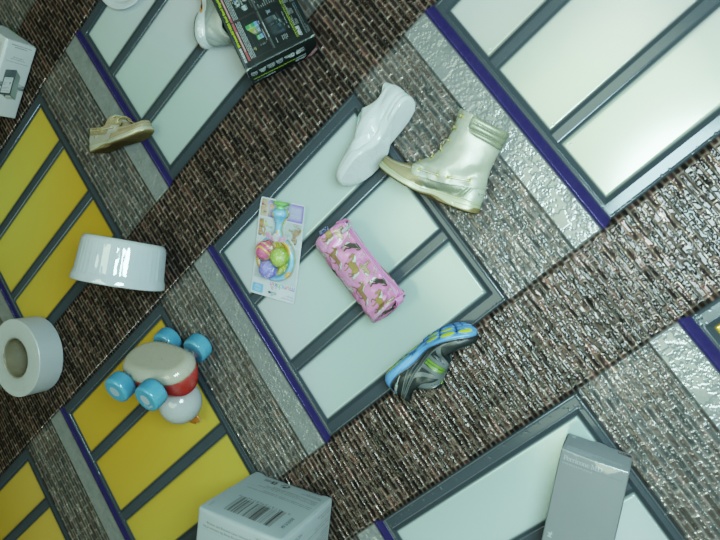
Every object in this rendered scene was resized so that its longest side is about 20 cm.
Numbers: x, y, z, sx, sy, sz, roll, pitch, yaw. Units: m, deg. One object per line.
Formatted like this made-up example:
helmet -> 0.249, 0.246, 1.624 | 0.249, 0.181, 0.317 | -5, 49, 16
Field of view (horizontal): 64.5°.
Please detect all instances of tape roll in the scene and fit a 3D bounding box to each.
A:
tape roll -> -0.881, 0.225, 1.509 | 0.199, 0.070, 0.207 | 2, 94, 26

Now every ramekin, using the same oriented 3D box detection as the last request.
ramekin -> -0.525, -0.019, 1.256 | 0.197, 0.200, 0.100 | 10, 89, 25

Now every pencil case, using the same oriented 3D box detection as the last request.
pencil case -> 0.000, 0.000, 1.060 | 0.082, 0.087, 0.201 | -35, 76, -9

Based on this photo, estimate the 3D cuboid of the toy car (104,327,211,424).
toy car -> -0.419, 0.266, 1.257 | 0.174, 0.185, 0.203 | 6, 124, 25

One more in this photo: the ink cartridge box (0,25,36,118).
ink cartridge box -> -0.956, -0.528, 1.498 | 0.144, 0.084, 0.203 | 34, 106, 21

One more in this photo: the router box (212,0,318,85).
router box -> -0.189, -0.485, 1.106 | 0.148, 0.062, 0.203 | -26, 80, -2

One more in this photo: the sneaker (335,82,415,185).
sneaker -> 0.013, -0.251, 1.054 | 0.201, 0.075, 0.089 | -50, 60, 13

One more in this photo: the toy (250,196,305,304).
toy -> -0.179, -0.041, 1.163 | 0.113, 0.047, 0.205 | 13, 98, 26

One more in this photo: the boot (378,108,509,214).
boot -> 0.140, -0.204, 0.985 | 0.197, 0.072, 0.157 | 25, 104, 17

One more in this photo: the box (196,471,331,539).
box -> -0.186, 0.532, 1.113 | 0.195, 0.199, 0.175 | 8, 94, 24

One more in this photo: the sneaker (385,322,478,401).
sneaker -> 0.133, 0.162, 1.016 | 0.199, 0.071, 0.083 | -41, 90, 23

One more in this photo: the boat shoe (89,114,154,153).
boat shoe -> -0.562, -0.325, 1.321 | 0.196, 0.073, 0.071 | -9, 95, 27

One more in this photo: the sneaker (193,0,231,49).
sneaker -> -0.288, -0.566, 1.183 | 0.090, 0.076, 0.205 | 7, 103, 17

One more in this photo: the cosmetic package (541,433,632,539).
cosmetic package -> 0.354, 0.378, 0.903 | 0.105, 0.090, 0.205 | 11, 101, 28

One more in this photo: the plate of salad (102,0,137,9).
plate of salad -> -0.552, -0.709, 1.311 | 0.196, 0.048, 0.205 | 1, 93, 26
